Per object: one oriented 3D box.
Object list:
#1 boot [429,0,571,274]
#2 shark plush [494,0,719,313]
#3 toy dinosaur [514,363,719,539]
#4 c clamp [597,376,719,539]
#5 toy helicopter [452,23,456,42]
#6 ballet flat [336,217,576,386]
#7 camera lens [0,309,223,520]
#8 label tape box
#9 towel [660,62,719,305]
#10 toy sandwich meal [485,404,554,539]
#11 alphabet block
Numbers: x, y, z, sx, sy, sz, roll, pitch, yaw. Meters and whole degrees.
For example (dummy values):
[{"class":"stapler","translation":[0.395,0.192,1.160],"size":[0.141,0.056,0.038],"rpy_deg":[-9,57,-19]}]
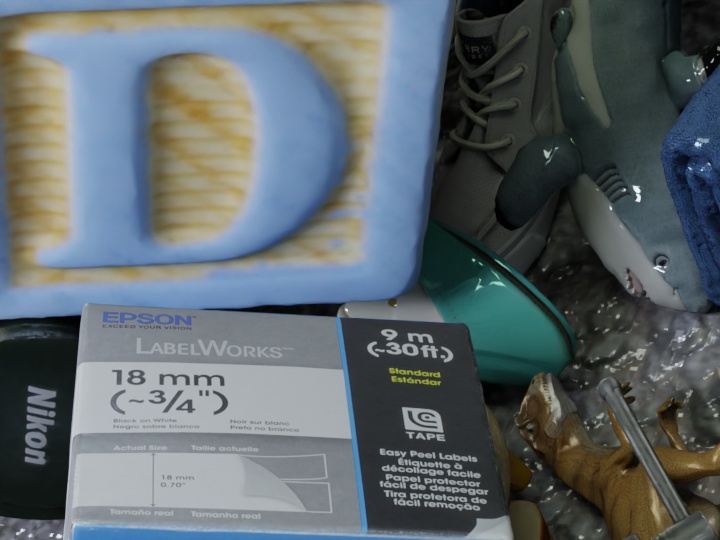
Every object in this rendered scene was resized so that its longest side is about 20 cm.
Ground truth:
[{"class":"boot","translation":[0.058,-0.076,1.056],"size":[0.073,0.096,0.201],"rpy_deg":[9,56,38]},{"class":"shark plush","translation":[0.130,-0.088,0.980],"size":[0.083,0.091,0.201],"rpy_deg":[20,100,45]},{"class":"toy dinosaur","translation":[0.122,0.101,0.877],"size":[0.106,0.060,0.200],"rpy_deg":[-41,34,8]},{"class":"c clamp","translation":[0.050,0.152,0.805],"size":[0.199,0.027,0.171],"rpy_deg":[-33,51,-2]},{"class":"toy helicopter","translation":[-0.004,-0.099,1.133],"size":[0.200,0.079,0.132],"rpy_deg":[-45,19,-32]},{"class":"ballet flat","translation":[0.000,0.000,0.996],"size":[0.070,0.068,0.200],"rpy_deg":[-36,60,-27]},{"class":"camera lens","translation":[-0.141,-0.001,1.055],"size":[0.159,0.160,0.201],"rpy_deg":[-20,40,13]},{"class":"label tape box","translation":[-0.032,0.057,0.827],"size":[0.143,0.064,0.200],"rpy_deg":[3,30,-7]},{"class":"towel","translation":[0.202,-0.081,0.960],"size":[0.048,0.112,0.200],"rpy_deg":[19,60,42]},{"class":"toy sandwich meal","translation":[-0.012,0.119,0.926],"size":[0.204,0.070,0.206],"rpy_deg":[-20,38,16]},{"class":"alphabet block","translation":[-0.075,-0.118,0.923],"size":[0.195,0.196,0.201],"rpy_deg":[-1,48,-8]}]
